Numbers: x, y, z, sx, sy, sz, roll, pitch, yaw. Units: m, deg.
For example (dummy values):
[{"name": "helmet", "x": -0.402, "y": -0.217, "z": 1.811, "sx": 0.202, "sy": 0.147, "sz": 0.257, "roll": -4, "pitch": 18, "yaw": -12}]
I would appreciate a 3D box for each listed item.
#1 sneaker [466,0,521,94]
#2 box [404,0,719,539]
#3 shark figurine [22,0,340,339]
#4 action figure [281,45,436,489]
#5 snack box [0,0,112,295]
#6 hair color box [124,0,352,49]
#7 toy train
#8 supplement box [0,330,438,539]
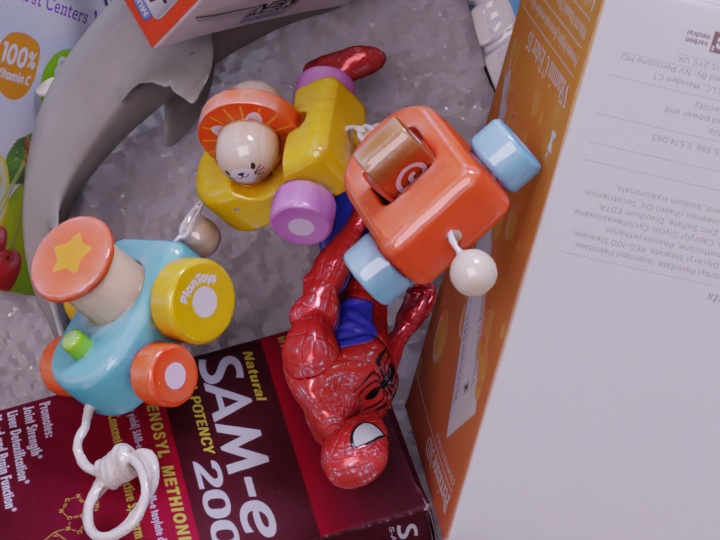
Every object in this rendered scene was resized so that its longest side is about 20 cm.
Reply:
[{"name": "sneaker", "x": 0.070, "y": -0.139, "z": 0.847, "sx": 0.086, "sy": 0.075, "sz": 0.201, "roll": -22, "pitch": 92, "yaw": 5}, {"name": "box", "x": 0.092, "y": -0.009, "z": 0.768, "sx": 0.097, "sy": 0.124, "sz": 0.201, "roll": 12, "pitch": 107, "yaw": -9}, {"name": "shark figurine", "x": -0.083, "y": -0.056, "z": 0.837, "sx": 0.215, "sy": 0.128, "sz": 0.089, "roll": -58, "pitch": 35, "yaw": 0}, {"name": "action figure", "x": 0.000, "y": 0.000, "z": 0.796, "sx": 0.052, "sy": 0.066, "sz": 0.200, "roll": -8, "pitch": 44, "yaw": 13}, {"name": "snack box", "x": -0.153, "y": -0.097, "z": 0.850, "sx": 0.053, "sy": 0.142, "sz": 0.201, "roll": 17, "pitch": 91, "yaw": 25}, {"name": "hair color box", "x": 0.003, "y": -0.161, "z": 0.749, "sx": 0.200, "sy": 0.111, "sz": 0.064, "roll": -40, "pitch": 76, "yaw": 42}, {"name": "toy train", "x": -0.042, "y": -0.007, "z": 0.740, "sx": 0.200, "sy": 0.150, "sz": 0.056, "roll": -39, "pitch": 125, "yaw": 11}, {"name": "supplement box", "x": -0.079, "y": 0.094, "z": 0.804, "sx": 0.199, "sy": 0.061, "sz": 0.109, "roll": -15, "pitch": 42, "yaw": -6}]
